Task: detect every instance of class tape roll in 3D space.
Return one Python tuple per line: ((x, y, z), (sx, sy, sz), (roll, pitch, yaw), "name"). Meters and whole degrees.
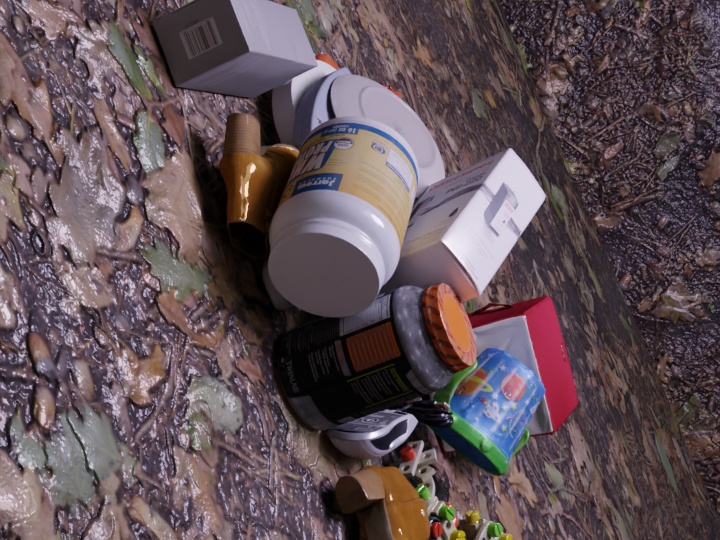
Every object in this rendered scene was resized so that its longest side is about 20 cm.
((-0.040, -0.181, 1.577), (0.203, 0.037, 0.203), (37, 41, -41), "tape roll")

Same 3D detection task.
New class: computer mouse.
((0.026, 0.191, 1.419), (0.200, 0.109, 0.044), (-13, 104, -58), "computer mouse")

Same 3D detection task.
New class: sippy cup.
((0.168, 0.177, 1.557), (0.140, 0.130, 0.178), (38, -13, 9), "sippy cup")

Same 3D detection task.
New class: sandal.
((-0.069, -0.016, 1.408), (0.203, 0.050, 0.083), (-78, 150, -58), "sandal")

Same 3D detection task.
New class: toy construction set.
((0.106, 0.309, 1.475), (0.200, 0.092, 0.131), (54, 48, -14), "toy construction set")

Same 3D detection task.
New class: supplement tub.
((0.019, 0.092, 1.318), (0.123, 0.200, 0.123), (51, 27, -39), "supplement tub")
((-0.019, -0.061, 1.320), (0.145, 0.144, 0.200), (55, 33, -31), "supplement tub")

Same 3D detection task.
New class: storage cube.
((0.202, 0.150, 1.728), (0.180, 0.171, 0.200), (-17, 93, -69), "storage cube")

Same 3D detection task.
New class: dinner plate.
((0.043, -0.179, 1.533), (0.200, 0.024, 0.200), (31, 37, -27), "dinner plate")

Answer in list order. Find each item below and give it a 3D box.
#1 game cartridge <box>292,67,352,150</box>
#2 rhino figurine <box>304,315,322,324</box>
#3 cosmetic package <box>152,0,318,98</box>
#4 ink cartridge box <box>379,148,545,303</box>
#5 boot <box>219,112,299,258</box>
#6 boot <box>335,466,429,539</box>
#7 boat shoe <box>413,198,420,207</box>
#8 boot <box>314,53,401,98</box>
((-0.024, -0.175, 1.519), (0.133, 0.041, 0.200), (56, 29, -23), "game cartridge")
((0.000, 0.000, 1.451), (0.200, 0.060, 0.087), (-68, 154, -9), "rhino figurine")
((-0.142, -0.264, 1.403), (0.090, 0.107, 0.200), (68, 19, 1), "cosmetic package")
((0.112, -0.042, 1.410), (0.085, 0.146, 0.200), (53, 47, -14), "ink cartridge box")
((-0.113, -0.081, 1.374), (0.201, 0.071, 0.144), (41, 46, -67), "boot")
((0.046, 0.312, 1.329), (0.144, 0.071, 0.201), (15, 51, -61), "boot")
((0.054, -0.119, 1.576), (0.086, 0.075, 0.202), (31, 33, -28), "boat shoe")
((0.000, -0.259, 1.752), (0.200, 0.107, 0.075), (46, 31, -42), "boot")
